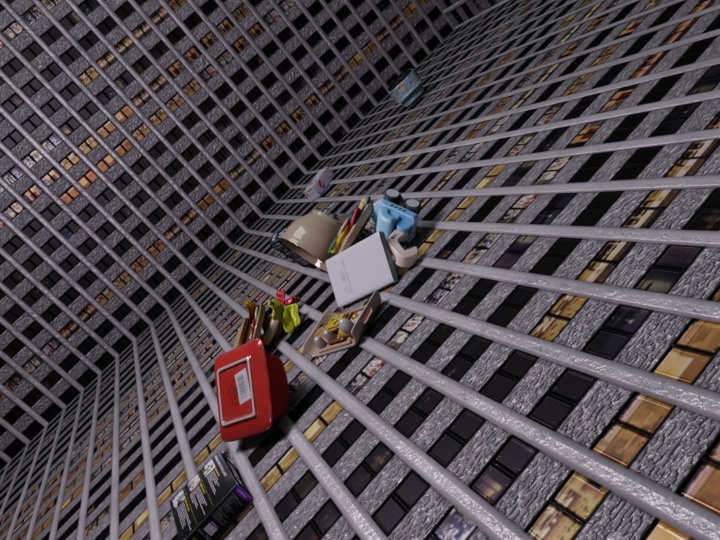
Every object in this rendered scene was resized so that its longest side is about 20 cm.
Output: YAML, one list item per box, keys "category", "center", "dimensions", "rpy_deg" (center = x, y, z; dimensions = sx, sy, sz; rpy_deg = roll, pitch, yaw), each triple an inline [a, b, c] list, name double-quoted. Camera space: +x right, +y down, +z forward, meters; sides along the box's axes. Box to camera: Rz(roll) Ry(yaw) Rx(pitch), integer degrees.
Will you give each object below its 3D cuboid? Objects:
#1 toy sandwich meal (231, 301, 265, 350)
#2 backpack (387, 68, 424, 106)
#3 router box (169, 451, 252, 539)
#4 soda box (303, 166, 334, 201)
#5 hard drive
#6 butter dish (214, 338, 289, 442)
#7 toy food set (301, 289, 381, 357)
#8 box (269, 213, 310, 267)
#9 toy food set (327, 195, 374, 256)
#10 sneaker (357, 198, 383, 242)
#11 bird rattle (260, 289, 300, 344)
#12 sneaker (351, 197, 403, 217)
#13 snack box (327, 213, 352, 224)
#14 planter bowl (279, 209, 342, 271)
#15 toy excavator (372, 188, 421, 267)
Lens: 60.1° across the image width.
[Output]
- category: "toy sandwich meal"
  center: [-0.328, 0.183, 1.811]
  dimensions: [0.205, 0.069, 0.207]
  rpy_deg: [-167, 90, -81]
- category: "backpack"
  center: [0.229, -0.914, 3.114]
  dimensions: [0.177, 0.151, 0.200]
  rpy_deg: [-40, 11, 12]
- category: "router box"
  center: [-0.311, 0.471, 1.275]
  dimensions: [0.149, 0.051, 0.200]
  rpy_deg: [-45, 19, -14]
- category: "soda box"
  center: [-0.199, -0.420, 3.019]
  dimensions: [0.068, 0.064, 0.201]
  rpy_deg: [-27, 24, 38]
- category: "hard drive"
  center: [0.000, 0.000, 1.598]
  dimensions: [0.199, 0.133, 0.026]
  rpy_deg: [-27, -15, 38]
- category: "butter dish"
  center: [-0.228, 0.275, 1.424]
  dimensions: [0.199, 0.147, 0.202]
  rpy_deg: [-26, 66, 40]
- category: "toy food set"
  center: [-0.048, 0.125, 1.503]
  dimensions: [0.199, 0.060, 0.144]
  rpy_deg: [-22, 27, 45]
- category: "box"
  center: [-0.183, -0.096, 2.086]
  dimensions: [0.199, 0.160, 0.044]
  rpy_deg: [-26, 43, 42]
- category: "toy food set"
  center: [-0.022, -0.114, 1.711]
  dimensions: [0.201, 0.048, 0.198]
  rpy_deg: [-59, -1, 5]
- category: "sneaker"
  center: [0.027, -0.127, 1.861]
  dimensions: [0.199, 0.080, 0.130]
  rpy_deg: [-38, 12, 13]
- category: "bird rattle"
  center: [-0.253, 0.138, 1.838]
  dimensions: [0.164, 0.112, 0.200]
  rpy_deg: [-59, 16, 0]
- category: "sneaker"
  center: [0.059, -0.190, 1.998]
  dimensions: [0.199, 0.078, 0.086]
  rpy_deg: [-15, 20, 41]
- category: "snack box"
  center: [-0.123, -0.159, 2.160]
  dimensions: [0.116, 0.037, 0.199]
  rpy_deg: [-25, -11, 39]
- category: "planter bowl"
  center: [-0.129, -0.100, 1.908]
  dimensions: [0.135, 0.200, 0.200]
  rpy_deg: [-58, 21, -9]
- category: "toy excavator"
  center: [0.093, -0.100, 1.613]
  dimensions: [0.200, 0.193, 0.101]
  rpy_deg: [-42, -29, -41]
